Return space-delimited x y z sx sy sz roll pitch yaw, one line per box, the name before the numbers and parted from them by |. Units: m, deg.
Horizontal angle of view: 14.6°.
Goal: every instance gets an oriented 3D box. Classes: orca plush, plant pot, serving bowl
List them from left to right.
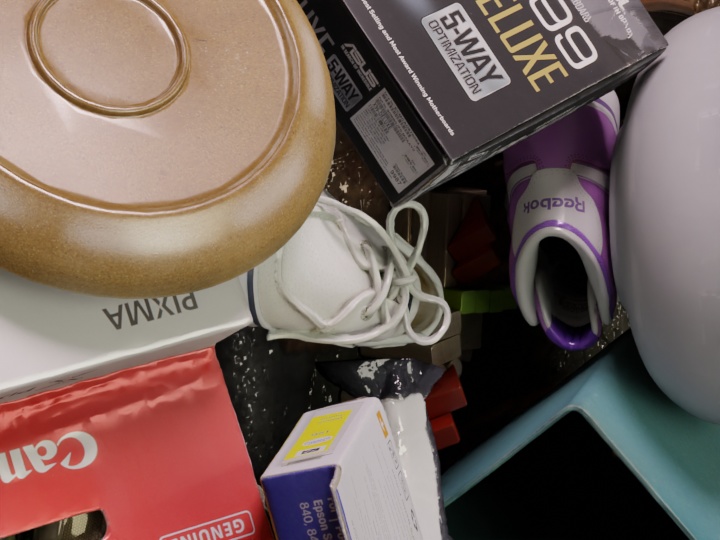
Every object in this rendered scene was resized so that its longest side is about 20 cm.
plant pot | -0.100 -0.081 1.096 0.200 0.200 0.028 -43 171 -37
orca plush | -0.006 0.141 1.282 0.105 0.071 0.201 -7 88 -44
plant pot | 0.127 0.115 1.385 0.141 0.141 0.200 49 29 -3
serving bowl | 0.156 -0.025 1.323 0.200 0.066 0.201 -1 90 -75

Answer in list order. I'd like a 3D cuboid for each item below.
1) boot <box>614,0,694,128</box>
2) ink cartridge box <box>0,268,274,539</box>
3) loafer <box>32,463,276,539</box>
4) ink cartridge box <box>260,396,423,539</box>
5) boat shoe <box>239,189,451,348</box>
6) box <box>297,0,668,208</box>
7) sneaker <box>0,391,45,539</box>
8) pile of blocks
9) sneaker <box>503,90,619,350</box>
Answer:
boot | 0.126 -0.087 1.393 0.200 0.074 0.097 -1 96 -76
ink cartridge box | -0.135 0.044 1.075 0.199 0.045 0.177 -15 83 -29
loafer | -0.077 0.108 1.190 0.200 0.067 0.076 20 78 -70
ink cartridge box | 0.007 0.164 1.138 0.200 0.047 0.199 -41 116 -79
boat shoe | -0.001 0.005 1.238 0.202 0.086 0.075 36 67 -71
box | 0.024 -0.144 1.239 0.157 0.050 0.200 -28 83 -40
sneaker | -0.161 0.124 1.143 0.089 0.077 0.201 20 86 -64
pile of blocks | 0.038 0.050 1.363 0.082 0.062 0.201 32 72 -48
sneaker | 0.102 -0.002 1.379 0.201 0.072 0.115 59 30 -62
